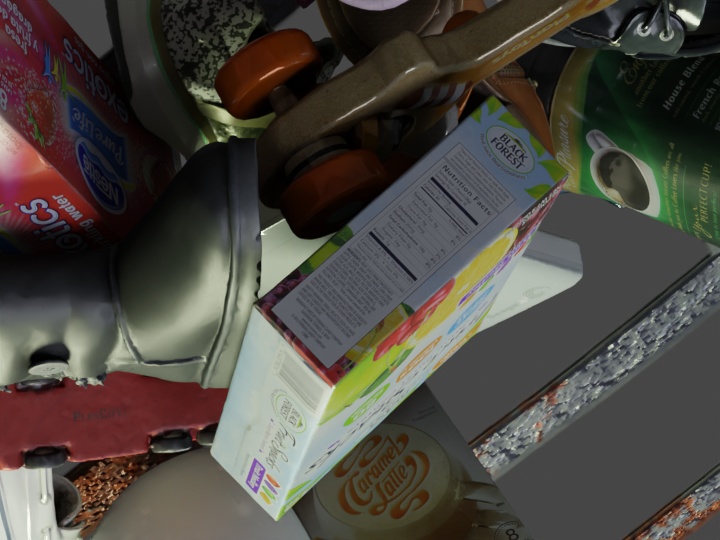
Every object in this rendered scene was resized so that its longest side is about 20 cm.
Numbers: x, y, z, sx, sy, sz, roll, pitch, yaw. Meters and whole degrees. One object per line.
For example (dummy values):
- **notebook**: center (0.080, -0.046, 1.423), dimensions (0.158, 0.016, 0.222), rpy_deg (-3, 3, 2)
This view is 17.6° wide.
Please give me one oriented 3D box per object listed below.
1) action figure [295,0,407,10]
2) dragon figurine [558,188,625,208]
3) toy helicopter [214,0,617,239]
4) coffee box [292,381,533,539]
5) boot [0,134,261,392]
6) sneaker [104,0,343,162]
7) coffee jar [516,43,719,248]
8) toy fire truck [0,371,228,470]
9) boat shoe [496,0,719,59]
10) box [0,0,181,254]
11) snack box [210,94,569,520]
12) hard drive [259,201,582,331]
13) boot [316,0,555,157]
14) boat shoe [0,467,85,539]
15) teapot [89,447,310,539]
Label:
- **action figure**: center (-0.075, -0.160, 0.946), dimensions (0.199, 0.149, 0.135), rpy_deg (14, 119, -18)
- **dragon figurine**: center (0.046, -0.002, 1.306), dimensions (0.199, 0.059, 0.100), rpy_deg (-21, 144, -13)
- **toy helicopter**: center (0.041, -0.084, 1.009), dimensions (0.199, 0.079, 0.132), rpy_deg (-32, 164, 6)
- **coffee box**: center (0.012, 0.141, 1.320), dimensions (0.114, 0.200, 0.080), rpy_deg (-23, 144, -18)
- **boot**: center (-0.145, 0.003, 0.970), dimensions (0.198, 0.066, 0.165), rpy_deg (1, 146, -8)
- **sneaker**: center (-0.041, -0.077, 1.112), dimensions (0.088, 0.077, 0.200), rpy_deg (-16, 150, 20)
- **coffee jar**: center (0.174, -0.070, 1.223), dimensions (0.086, 0.199, 0.105), rpy_deg (-54, 152, -24)
- **toy fire truck**: center (-0.112, 0.063, 1.193), dimensions (0.199, 0.141, 0.049), rpy_deg (-7, 93, -23)
- **boat shoe**: center (0.152, -0.139, 1.139), dimensions (0.199, 0.066, 0.075), rpy_deg (3, 99, -43)
- **box**: center (-0.159, -0.047, 1.032), dimensions (0.099, 0.096, 0.200), rpy_deg (-17, 148, 15)
- **snack box**: center (0.008, 0.022, 1.018), dimensions (0.142, 0.053, 0.200), rpy_deg (-41, 170, -21)
- **hard drive**: center (0.000, 0.000, 1.167), dimensions (0.132, 0.026, 0.199), rpy_deg (-28, 151, 37)
- **boot**: center (0.043, -0.118, 1.141), dimensions (0.076, 0.201, 0.155), rpy_deg (-31, -178, 12)
- **boat shoe**: center (-0.182, 0.139, 1.269), dimensions (0.065, 0.074, 0.201), rpy_deg (-19, 143, -14)
- **teapot**: center (-0.101, 0.204, 1.289), dimensions (0.145, 0.198, 0.201), rpy_deg (-25, 139, -18)
